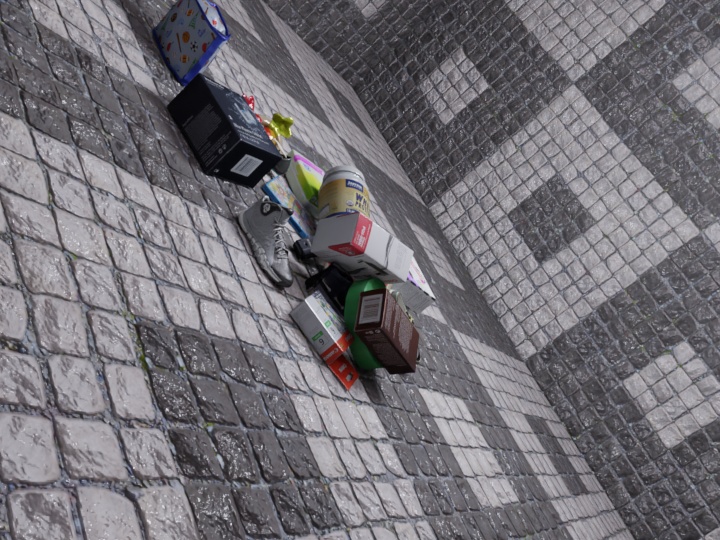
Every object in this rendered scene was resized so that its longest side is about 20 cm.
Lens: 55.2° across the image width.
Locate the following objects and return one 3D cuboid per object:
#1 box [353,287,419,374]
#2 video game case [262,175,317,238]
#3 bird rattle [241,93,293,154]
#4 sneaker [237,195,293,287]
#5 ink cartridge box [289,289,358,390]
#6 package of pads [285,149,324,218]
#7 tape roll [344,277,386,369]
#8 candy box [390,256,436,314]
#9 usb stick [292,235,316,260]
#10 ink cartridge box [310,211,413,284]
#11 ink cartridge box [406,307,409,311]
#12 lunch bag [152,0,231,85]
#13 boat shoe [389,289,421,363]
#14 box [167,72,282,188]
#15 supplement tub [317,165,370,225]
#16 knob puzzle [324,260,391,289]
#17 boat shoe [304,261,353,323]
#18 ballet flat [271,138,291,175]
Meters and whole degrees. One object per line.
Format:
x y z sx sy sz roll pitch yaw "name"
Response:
0.061 0.137 1.518 0.201 0.073 0.102 52 38 -44 "box"
-0.174 -0.156 1.819 0.201 0.018 0.143 51 15 -9 "video game case"
-0.269 -0.391 1.910 0.198 0.111 0.168 23 49 -55 "bird rattle"
-0.175 -0.073 1.459 0.203 0.115 0.075 57 17 15 "sneaker"
-0.059 0.144 1.450 0.202 0.050 0.109 53 16 1 "ink cartridge box"
-0.140 -0.236 1.996 0.153 0.068 0.203 32 27 -49 "package of pads"
0.026 0.122 1.583 0.199 0.047 0.207 30 57 -59 "tape roll"
0.104 0.005 1.865 0.199 0.071 0.170 35 23 -50 "candy box"
-0.071 -0.070 1.691 0.195 0.033 0.056 -16 65 -27 "usb stick"
0.005 -0.044 1.593 0.198 0.144 0.085 32 64 -37 "ink cartridge box"
0.032 0.061 1.827 0.147 0.084 0.199 58 15 21 "ink cartridge box"
-0.420 -0.584 1.749 0.123 0.170 0.203 24 30 -48 "lunch bag"
0.112 0.145 1.757 0.072 0.059 0.208 -39 123 -55 "boat shoe"
-0.310 -0.319 1.595 0.202 0.117 0.196 56 16 15 "box"
-0.045 -0.164 1.843 0.144 0.142 0.205 37 39 -42 "supplement tub"
0.000 0.000 1.717 0.223 0.216 0.031 57 -19 16 "knob puzzle"
-0.034 0.071 1.601 0.200 0.092 0.075 45 17 -26 "boat shoe"
-0.262 -0.336 1.827 0.198 0.068 0.069 37 17 -31 "ballet flat"
